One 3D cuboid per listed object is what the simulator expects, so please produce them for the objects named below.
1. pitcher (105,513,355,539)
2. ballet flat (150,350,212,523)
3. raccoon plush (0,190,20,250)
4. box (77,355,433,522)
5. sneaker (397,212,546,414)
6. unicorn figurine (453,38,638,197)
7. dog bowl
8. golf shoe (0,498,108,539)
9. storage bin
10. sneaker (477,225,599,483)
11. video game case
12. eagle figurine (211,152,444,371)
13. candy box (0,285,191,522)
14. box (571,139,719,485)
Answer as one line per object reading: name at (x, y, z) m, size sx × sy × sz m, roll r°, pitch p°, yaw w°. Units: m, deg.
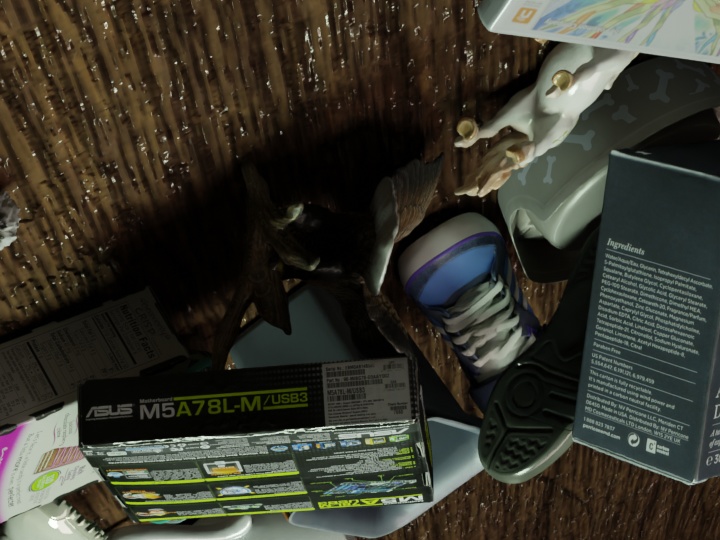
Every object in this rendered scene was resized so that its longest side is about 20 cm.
pitcher at (-0.107, 0.231, 1.807) m, size 0.198 × 0.122 × 0.172 m, roll -21°, pitch 144°, yaw 2°
ballet flat at (-0.122, 0.115, 1.577) m, size 0.074 × 0.075 × 0.200 m, roll -24°, pitch 161°, yaw -21°
raccoon plush at (-0.203, 0.005, 1.101) m, size 0.199 × 0.135 × 0.097 m, roll -5°, pitch 146°, yaw -51°
box at (-0.057, 0.105, 1.370) m, size 0.198 × 0.048 × 0.193 m, roll -5°, pitch 163°, yaw 4°
sneaker at (0.101, 0.051, 1.634) m, size 0.080 × 0.147 × 0.200 m, roll -32°, pitch 160°, yaw 0°
unicorn figurine at (0.142, -0.124, 1.426) m, size 0.199 × 0.074 × 0.137 m, roll -30°, pitch 175°, yaw 38°
dog bowl at (0.183, -0.074, 1.598) m, size 0.199 × 0.059 × 0.200 m, roll -28°, pitch 159°, yaw -12°
golf shoe at (-0.229, 0.208, 1.577) m, size 0.097 × 0.078 × 0.200 m, roll -44°, pitch 164°, yaw -23°
storage bin at (-0.010, 0.099, 1.599) m, size 0.145 × 0.135 × 0.200 m, roll -37°, pitch 158°, yaw 13°
sneaker at (0.159, 0.073, 1.598) m, size 0.200 × 0.076 × 0.114 m, roll -60°, pitch 146°, yaw -13°
video game case at (0.186, -0.186, 1.223) m, size 0.199 × 0.022 × 0.183 m, roll 3°, pitch 139°, yaw -35°
eagle figurine at (-0.005, -0.004, 1.396) m, size 0.199 × 0.151 × 0.152 m, roll 18°, pitch 119°, yaw -49°
candy box at (-0.213, 0.097, 1.405) m, size 0.199 × 0.061 × 0.137 m, roll -20°, pitch 156°, yaw -28°
box at (0.235, 0.022, 1.518) m, size 0.148 × 0.107 × 0.202 m, roll -9°, pitch 109°, yaw -46°
